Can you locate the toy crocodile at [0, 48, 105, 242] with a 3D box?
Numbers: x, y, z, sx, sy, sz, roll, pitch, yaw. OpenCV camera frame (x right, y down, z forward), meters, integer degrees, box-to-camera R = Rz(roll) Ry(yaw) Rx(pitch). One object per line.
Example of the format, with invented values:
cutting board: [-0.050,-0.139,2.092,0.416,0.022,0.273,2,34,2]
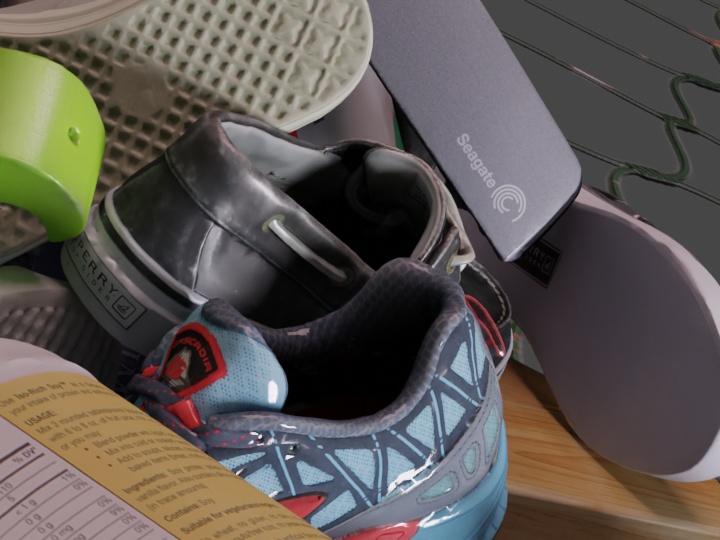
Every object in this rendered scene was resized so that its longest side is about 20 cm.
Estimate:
toy crocodile: [-0.167,-0.027,0.755,0.200,0.062,0.068,-9,52,5]

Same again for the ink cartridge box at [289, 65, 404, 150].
ink cartridge box: [-0.006,-0.017,0.995,0.050,0.161,0.200,-13,16,3]

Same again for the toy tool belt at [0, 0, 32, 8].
toy tool belt: [-0.100,-0.016,0.972,0.125,0.123,0.200,34,24,-26]

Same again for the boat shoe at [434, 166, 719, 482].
boat shoe: [0.089,0.015,0.974,0.066,0.070,0.200,17,13,-32]

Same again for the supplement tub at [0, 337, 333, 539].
supplement tub: [-0.059,0.103,0.558,0.200,0.146,0.145,32,17,22]

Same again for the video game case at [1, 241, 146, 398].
video game case: [-0.147,-0.002,0.818,0.200,0.019,0.143,23,59,-10]

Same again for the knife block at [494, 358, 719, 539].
knife block: [0.088,0.098,0.934,0.175,0.064,0.200,28,16,10]

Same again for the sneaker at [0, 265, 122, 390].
sneaker: [-0.153,0.026,0.746,0.082,0.074,0.200,33,28,34]

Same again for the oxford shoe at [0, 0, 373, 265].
oxford shoe: [-0.094,-0.045,0.820,0.200,0.075,0.058,-18,8,-13]

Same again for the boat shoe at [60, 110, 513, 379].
boat shoe: [0.000,0.000,0.827,0.072,0.071,0.200,55,21,22]

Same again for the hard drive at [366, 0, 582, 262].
hard drive: [0.005,-0.095,0.911,0.200,0.042,0.135,56,4,3]

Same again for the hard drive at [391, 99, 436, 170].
hard drive: [-0.028,-0.072,1.190,0.033,0.140,0.200,-33,48,-22]

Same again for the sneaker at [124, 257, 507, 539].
sneaker: [-0.051,0.049,0.744,0.200,0.096,0.079,-21,40,-30]
